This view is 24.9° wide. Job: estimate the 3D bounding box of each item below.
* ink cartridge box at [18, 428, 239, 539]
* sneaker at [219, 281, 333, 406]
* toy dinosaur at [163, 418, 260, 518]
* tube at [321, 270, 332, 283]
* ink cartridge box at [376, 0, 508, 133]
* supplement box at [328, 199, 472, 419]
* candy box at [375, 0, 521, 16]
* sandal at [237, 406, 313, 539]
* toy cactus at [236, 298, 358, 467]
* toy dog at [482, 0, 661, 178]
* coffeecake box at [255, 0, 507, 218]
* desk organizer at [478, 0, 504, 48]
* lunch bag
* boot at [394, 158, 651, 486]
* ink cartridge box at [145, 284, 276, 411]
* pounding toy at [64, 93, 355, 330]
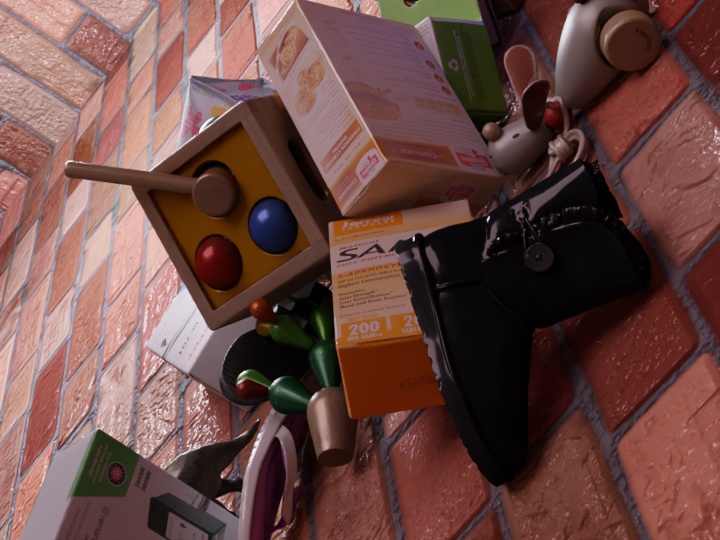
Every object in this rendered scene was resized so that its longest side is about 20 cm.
[{"bbox_3d":[-0.190,0.254,1.413,0.084,0.200,0.146,-33,30,41],"label":"ink cartridge box"},{"bbox_3d":[-0.086,0.091,1.593,0.089,0.074,0.200,-60,-7,34],"label":"sneaker"},{"bbox_3d":[-0.162,0.221,1.537,0.200,0.102,0.077,-53,21,10],"label":"toy dinosaur"},{"bbox_3d":[0.000,0.000,1.585,0.052,0.058,0.200,-41,19,-7],"label":"tube"},{"bbox_3d":[0.052,-0.217,1.611,0.148,0.076,0.200,-31,69,49],"label":"ink cartridge box"},{"bbox_3d":[0.042,0.027,1.324,0.126,0.074,0.200,-10,30,2],"label":"supplement box"},{"bbox_3d":[0.089,-0.317,1.760,0.057,0.117,0.200,-59,19,-16],"label":"candy box"},{"bbox_3d":[-0.067,0.181,1.452,0.050,0.083,0.203,1,44,14],"label":"sandal"},{"bbox_3d":[-0.027,0.089,1.426,0.200,0.102,0.165,-17,50,15],"label":"toy cactus"},{"bbox_3d":[0.168,-0.177,1.397,0.200,0.096,0.132,-55,20,2],"label":"toy dog"},{"bbox_3d":[0.018,-0.140,1.466,0.073,0.153,0.200,-49,54,32],"label":"coffeecake box"},{"bbox_3d":[0.062,-0.246,1.734,0.077,0.072,0.200,-23,7,-25],"label":"desk organizer"},{"bbox_3d":[-0.099,-0.087,1.623,0.200,0.127,0.170,34,117,40],"label":"lunch bag"},{"bbox_3d":[0.131,0.035,1.168,0.168,0.076,0.201,-22,74,13],"label":"boot"},{"bbox_3d":[-0.142,0.056,1.768,0.147,0.086,0.200,-59,19,-6],"label":"ink cartridge box"},{"bbox_3d":[-0.126,-0.064,1.485,0.184,0.200,0.142,-33,-6,30],"label":"pounding toy"}]
